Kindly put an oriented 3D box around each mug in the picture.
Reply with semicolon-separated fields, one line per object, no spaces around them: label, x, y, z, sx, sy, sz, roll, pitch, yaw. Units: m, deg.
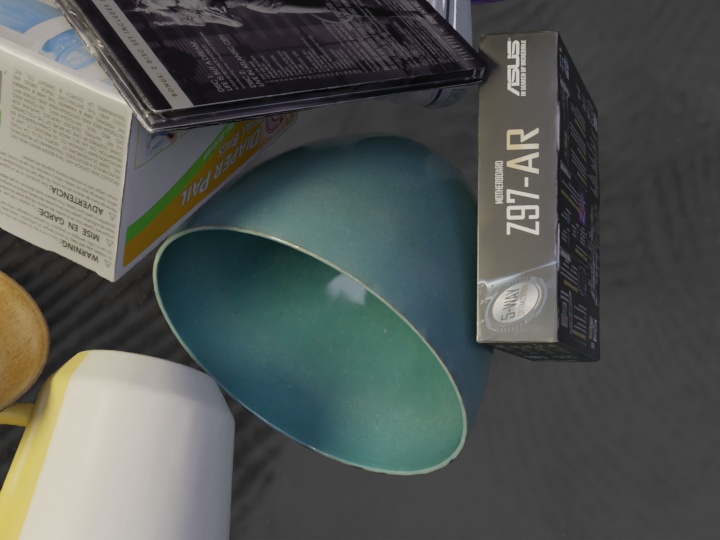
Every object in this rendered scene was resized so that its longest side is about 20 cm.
mug;-0.153;0.125;0.835;0.184;0.149;0.155;14;75;-14

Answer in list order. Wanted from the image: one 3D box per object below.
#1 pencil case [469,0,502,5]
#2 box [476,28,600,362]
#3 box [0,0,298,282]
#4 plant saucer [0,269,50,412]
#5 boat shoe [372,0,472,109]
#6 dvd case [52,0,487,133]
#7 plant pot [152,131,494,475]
pencil case;0.075;-0.268;0.922;0.083;0.086;0.203;-11;86;1
box;0.105;-0.033;0.842;0.043;0.200;0.163;-1;84;15
box;-0.114;-0.101;0.772;0.111;0.200;0.102;24;127;14
plant saucer;-0.275;0.044;0.827;0.198;0.201;0.036;15;119;-4
boat shoe;0.026;-0.198;0.875;0.066;0.073;0.203;-6;88;-33
dvd case;-0.052;-0.130;0.731;0.198;0.016;0.149;-13;51;-37
plant pot;0.000;0.000;0.848;0.199;0.200;0.135;34;59;-1
